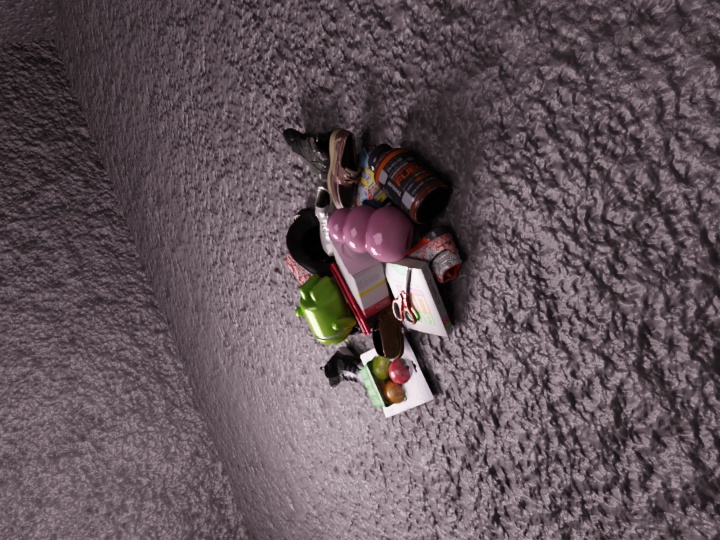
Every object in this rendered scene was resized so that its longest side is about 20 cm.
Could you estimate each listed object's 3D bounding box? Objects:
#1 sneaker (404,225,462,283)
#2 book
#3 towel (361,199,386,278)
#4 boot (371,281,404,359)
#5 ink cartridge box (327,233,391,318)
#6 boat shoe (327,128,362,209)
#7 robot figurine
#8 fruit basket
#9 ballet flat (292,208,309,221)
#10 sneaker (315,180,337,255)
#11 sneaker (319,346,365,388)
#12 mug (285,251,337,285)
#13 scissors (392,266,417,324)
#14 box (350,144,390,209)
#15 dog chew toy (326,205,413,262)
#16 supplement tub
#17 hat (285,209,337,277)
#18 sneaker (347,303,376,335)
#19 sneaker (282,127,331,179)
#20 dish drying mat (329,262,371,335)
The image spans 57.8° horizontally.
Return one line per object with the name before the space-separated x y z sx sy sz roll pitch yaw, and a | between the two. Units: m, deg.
sneaker | 0.158 -0.010 1.513 0.201 0.066 0.109 -45 67 51
book | 0.137 0.058 1.539 0.133 0.048 0.202 13 136 49
towel | 0.051 -0.072 1.612 0.111 0.048 0.203 29 143 47
boot | 0.064 0.126 1.678 0.073 0.075 0.204 -19 73 42
ink cartridge box | 0.000 0.000 1.612 0.146 0.082 0.201 59 172 32
boat shoe | -0.034 -0.243 1.601 0.072 0.071 0.204 23 118 49
robot figurine | -0.088 0.109 1.714 0.174 0.116 0.202 11 135 41
fruit basket | 0.096 0.282 1.751 0.199 0.093 0.188 -33 79 40
ballet flat | -0.129 -0.117 1.867 0.199 0.072 0.074 37 134 39
sneaker | -0.089 -0.135 1.683 0.074 0.099 0.204 9 108 28
sneaker | -0.036 0.309 1.894 0.199 0.113 0.076 34 152 45
mug | -0.129 0.026 1.880 0.200 0.132 0.180 45 127 38
scissors | 0.096 0.054 1.531 0.073 0.014 0.202 29 147 36
box | 0.006 -0.207 1.657 0.200 0.037 0.138 -37 76 55
dog chew toy | 0.017 -0.091 1.481 0.196 0.125 0.126 12 121 15
supplement tub | 0.100 -0.202 1.465 0.200 0.106 0.108 46 139 31
hat | -0.105 -0.063 1.780 0.203 0.198 0.081 60 166 14
sneaker | -0.030 0.143 1.834 0.199 0.090 0.077 -13 105 58
sneaker | -0.132 -0.346 1.754 0.200 0.076 0.115 46 138 27
dish drying mat | -0.028 0.075 1.678 0.202 0.018 0.077 62 175 2
